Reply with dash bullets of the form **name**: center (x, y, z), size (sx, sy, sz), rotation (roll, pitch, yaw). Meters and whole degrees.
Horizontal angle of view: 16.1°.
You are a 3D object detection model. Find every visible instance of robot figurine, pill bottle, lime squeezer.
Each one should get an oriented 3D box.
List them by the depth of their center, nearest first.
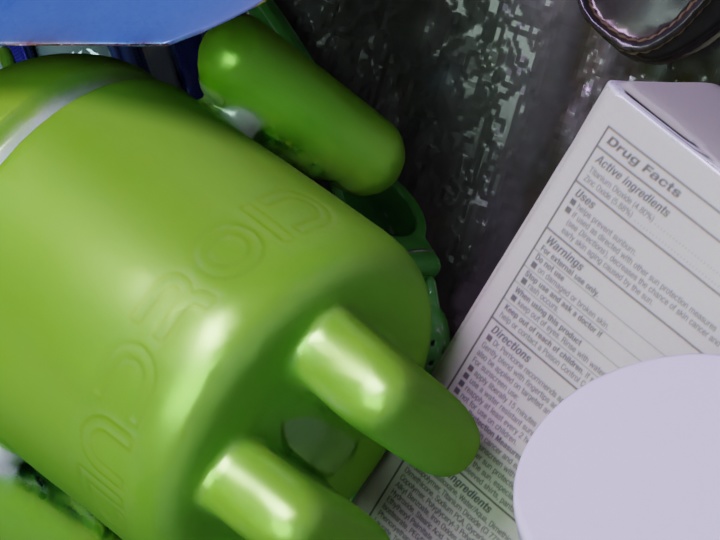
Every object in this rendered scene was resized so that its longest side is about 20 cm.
- **pill bottle**: center (0.099, 0.122, 0.685), size (0.112, 0.113, 0.201), rotation (14, 139, 30)
- **robot figurine**: center (-0.060, 0.012, 0.746), size (0.199, 0.116, 0.176), rotation (34, 90, 29)
- **lime squeezer**: center (0.000, 0.000, 0.845), size (0.070, 0.037, 0.202), rotation (-8, 90, 63)

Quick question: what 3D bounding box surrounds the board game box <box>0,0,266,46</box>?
- **board game box**: center (-0.079, -0.099, 0.773), size (0.198, 0.159, 0.039), rotation (1, 130, 21)

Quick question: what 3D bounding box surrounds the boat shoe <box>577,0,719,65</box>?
- **boat shoe**: center (0.113, -0.153, 0.734), size (0.074, 0.073, 0.201), rotation (36, 111, 25)

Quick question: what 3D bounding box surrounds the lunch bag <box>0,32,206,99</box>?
- **lunch bag**: center (-0.125, -0.061, 0.886), size (0.160, 0.082, 0.201), rotation (-23, 82, 27)

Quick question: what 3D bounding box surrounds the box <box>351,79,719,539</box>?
- **box**: center (0.073, 0.049, 0.769), size (0.095, 0.078, 0.201), rotation (41, 113, 23)
